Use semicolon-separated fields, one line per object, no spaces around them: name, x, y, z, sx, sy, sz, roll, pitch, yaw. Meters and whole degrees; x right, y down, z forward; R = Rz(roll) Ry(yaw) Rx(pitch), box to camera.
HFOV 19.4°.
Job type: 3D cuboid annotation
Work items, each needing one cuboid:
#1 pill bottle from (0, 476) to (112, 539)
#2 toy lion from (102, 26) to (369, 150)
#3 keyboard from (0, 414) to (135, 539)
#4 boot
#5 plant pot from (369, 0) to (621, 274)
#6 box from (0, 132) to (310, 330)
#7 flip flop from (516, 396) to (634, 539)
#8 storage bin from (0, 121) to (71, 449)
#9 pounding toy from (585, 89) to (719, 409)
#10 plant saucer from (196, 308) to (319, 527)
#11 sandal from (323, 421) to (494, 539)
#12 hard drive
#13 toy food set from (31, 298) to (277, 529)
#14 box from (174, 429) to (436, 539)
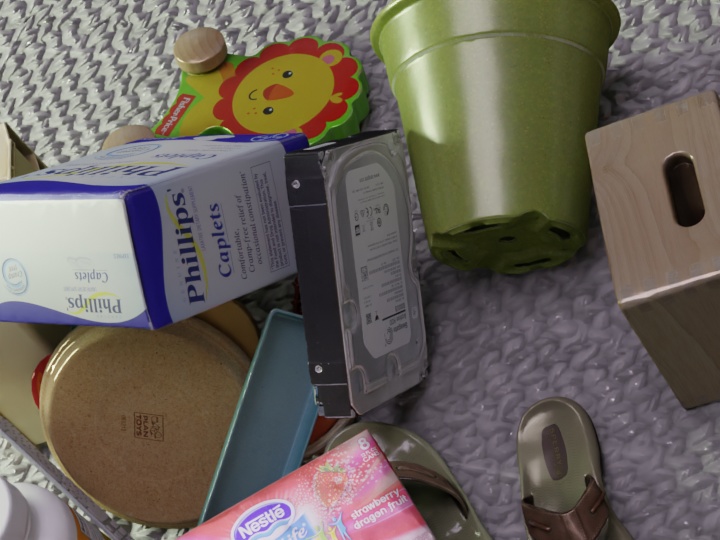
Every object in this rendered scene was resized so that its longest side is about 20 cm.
pill bottle;-0.246;0.229;1.591;0.111;0.200;0.111;-14;54;20
toy lion;-0.096;-0.129;1.827;0.192;0.069;0.200;14;56;28
keyboard;-0.223;0.173;1.637;0.200;0.056;0.011;43;83;1
boot;-0.033;0.048;1.660;0.075;0.107;0.200;12;68;30
plant pot;0.109;-0.104;1.647;0.200;0.200;0.190;-10;67;22
box;-0.160;-0.033;1.598;0.184;0.105;0.200;1;17;41
flip flop;0.150;0.171;1.512;0.081;0.058;0.200;-21;52;15
storage bin;-0.282;0.013;1.752;0.094;0.200;0.199;-17;53;16
pounding toy;0.255;-0.044;1.515;0.142;0.184;0.200;-18;53;16
plant saucer;-0.073;0.128;1.609;0.019;0.070;0.200;24;97;58
sandal;0.042;0.176;1.566;0.080;0.057;0.201;-43;50;-3
hard drive;0.000;0.000;1.591;0.038;0.140;0.200;-2;99;27
toy food set;-0.161;0.111;1.651;0.198;0.200;0.049;-9;20;16
box;-0.051;0.213;1.486;0.200;0.095;0.103;-29;65;-7
